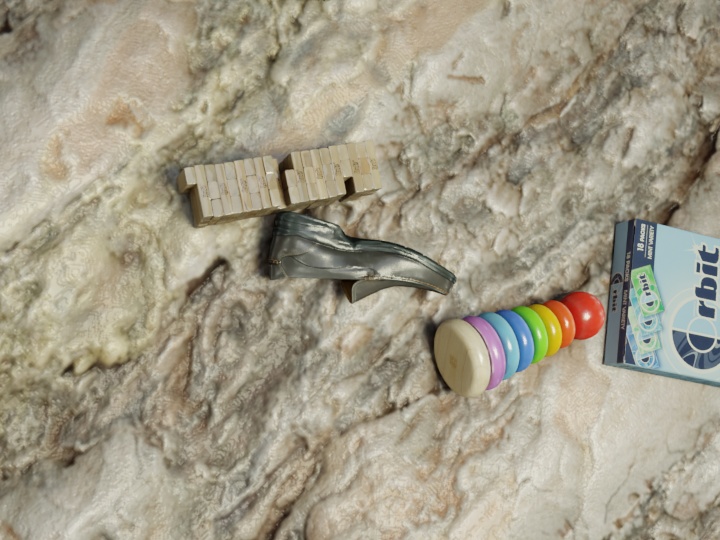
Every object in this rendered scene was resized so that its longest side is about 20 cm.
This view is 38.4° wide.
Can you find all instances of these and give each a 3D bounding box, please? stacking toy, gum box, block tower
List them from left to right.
[{"bbox_3d":[-0.082,-0.088,1.057,0.200,0.054,0.058,-10,85,-20],"label":"block tower"},{"bbox_3d":[0.182,0.071,1.121,0.200,0.085,0.085,-15,87,-27],"label":"stacking toy"},{"bbox_3d":[0.388,0.043,1.211,0.200,0.045,0.170,11,78,-19],"label":"gum box"}]

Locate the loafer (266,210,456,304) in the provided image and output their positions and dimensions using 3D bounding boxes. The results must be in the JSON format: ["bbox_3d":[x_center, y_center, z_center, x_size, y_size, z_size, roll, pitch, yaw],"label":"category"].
[{"bbox_3d":[0.000,0.000,1.070,0.200,0.073,0.072,16,85,-7],"label":"loafer"}]
